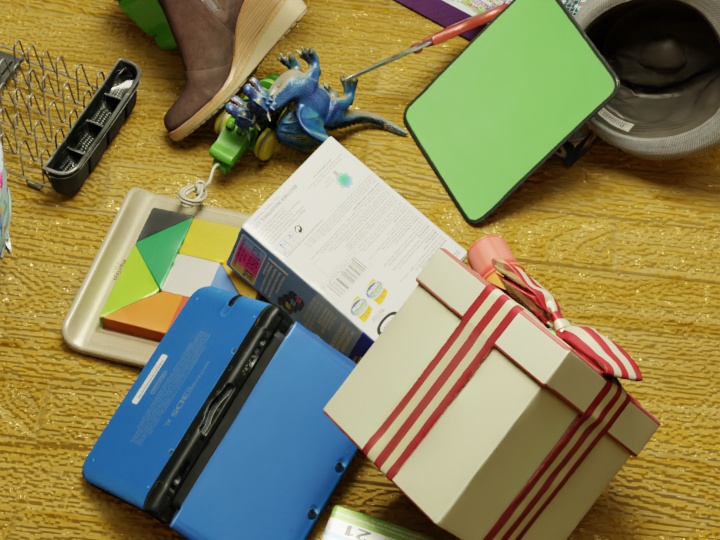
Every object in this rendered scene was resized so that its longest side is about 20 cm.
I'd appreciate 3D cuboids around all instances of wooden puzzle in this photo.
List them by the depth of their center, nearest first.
[{"bbox_3d":[-0.150,0.012,1.406,0.197,0.037,0.187,15,55,9],"label":"wooden puzzle"}]

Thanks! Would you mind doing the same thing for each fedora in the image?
[{"bbox_3d":[0.291,-0.201,1.462,0.198,0.179,0.090,-14,14,37],"label":"fedora"}]

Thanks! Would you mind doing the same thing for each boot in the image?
[{"bbox_3d":[-0.166,-0.244,1.486,0.166,0.200,0.072,42,18,-6],"label":"boot"}]

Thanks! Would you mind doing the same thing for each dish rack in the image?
[{"bbox_3d":[-0.329,-0.161,1.514,0.198,0.055,0.154,20,55,13],"label":"dish rack"}]

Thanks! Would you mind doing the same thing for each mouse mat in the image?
[{"bbox_3d":[0.140,-0.162,1.478,0.200,0.007,0.162,-44,56,21],"label":"mouse mat"}]

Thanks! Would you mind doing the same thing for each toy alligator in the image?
[{"bbox_3d":[-0.112,-0.137,1.486,0.059,0.055,0.200,29,50,11],"label":"toy alligator"}]

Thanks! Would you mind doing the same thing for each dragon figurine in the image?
[{"bbox_3d":[-0.045,-0.145,1.482,0.058,0.199,0.101,-4,63,45],"label":"dragon figurine"}]

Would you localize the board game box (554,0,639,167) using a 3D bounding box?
[{"bbox_3d":[0.226,-0.209,1.570,0.135,0.035,0.200,40,63,19],"label":"board game box"}]

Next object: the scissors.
[{"bbox_3d":[0.063,-0.222,1.526,0.198,0.073,0.014,-27,101,-14],"label":"scissors"}]

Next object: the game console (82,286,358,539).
[{"bbox_3d":[-0.108,0.136,1.304,0.170,0.118,0.201,14,65,46],"label":"game console"}]

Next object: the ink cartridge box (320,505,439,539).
[{"bbox_3d":[0.013,0.303,1.178,0.146,0.076,0.201,17,54,10],"label":"ink cartridge box"}]

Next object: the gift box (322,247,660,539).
[{"bbox_3d":[0.112,0.106,1.223,0.188,0.200,0.184,-53,52,3],"label":"gift box"}]

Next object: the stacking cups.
[{"bbox_3d":[0.154,0.052,1.374,0.060,0.061,0.202,-14,54,-11],"label":"stacking cups"}]

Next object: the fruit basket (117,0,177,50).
[{"bbox_3d":[-0.136,-0.329,1.553,0.155,0.215,0.217,43,55,-20],"label":"fruit basket"}]

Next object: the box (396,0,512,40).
[{"bbox_3d":[0.114,-0.320,1.648,0.199,0.039,0.137,31,60,20],"label":"box"}]

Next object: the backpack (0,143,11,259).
[{"bbox_3d":[-0.398,-0.043,1.368,0.175,0.151,0.202,6,61,-1],"label":"backpack"}]

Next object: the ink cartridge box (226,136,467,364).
[{"bbox_3d":[0.000,0.000,1.376,0.199,0.077,0.137,39,60,7],"label":"ink cartridge box"}]
